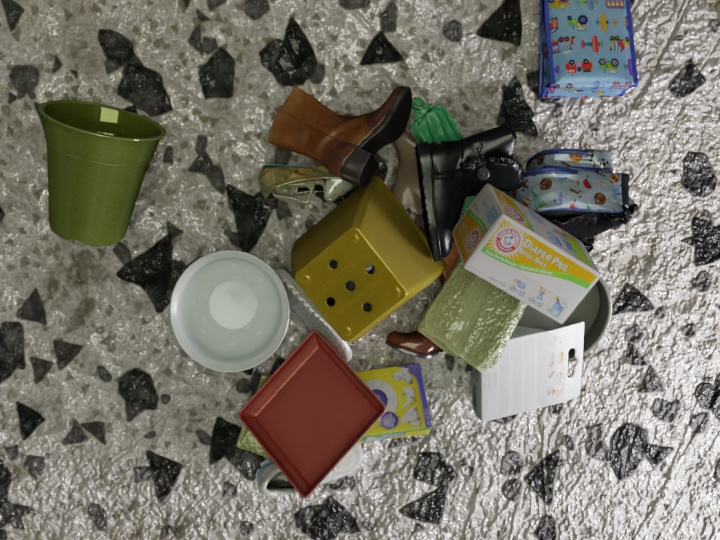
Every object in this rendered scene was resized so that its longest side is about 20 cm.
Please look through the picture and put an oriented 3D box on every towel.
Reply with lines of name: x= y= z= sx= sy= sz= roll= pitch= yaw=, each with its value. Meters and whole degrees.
towel: x=0.199 y=0.053 z=1.477 sx=0.147 sy=0.037 sz=0.202 roll=29 pitch=81 yaw=18
towel: x=-0.108 y=0.278 z=1.564 sx=0.196 sy=0.036 sz=0.151 roll=24 pitch=94 yaw=-6

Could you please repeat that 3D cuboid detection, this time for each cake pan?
cake pan: x=0.337 y=0.067 z=1.547 sx=0.195 sy=0.037 sz=0.205 roll=0 pitch=112 yaw=1

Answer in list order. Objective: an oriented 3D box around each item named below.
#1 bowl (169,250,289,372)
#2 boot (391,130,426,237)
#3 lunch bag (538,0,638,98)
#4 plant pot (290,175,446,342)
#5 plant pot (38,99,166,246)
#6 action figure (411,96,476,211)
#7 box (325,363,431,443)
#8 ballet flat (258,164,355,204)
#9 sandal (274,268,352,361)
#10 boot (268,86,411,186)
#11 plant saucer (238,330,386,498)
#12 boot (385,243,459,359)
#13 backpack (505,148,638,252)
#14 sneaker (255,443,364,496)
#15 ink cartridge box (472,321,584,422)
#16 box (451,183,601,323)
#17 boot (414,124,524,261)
bowl: x=-0.217 y=0.062 z=1.499 sx=0.196 sy=0.090 sz=0.207 roll=-1 pitch=98 yaw=-4
boot: x=0.080 y=-0.136 z=1.508 sx=0.199 sy=0.070 sz=0.147 roll=39 pitch=95 yaw=-8
lunch bag: x=0.379 y=-0.401 z=1.494 sx=0.147 sy=0.094 sz=0.206 roll=-1 pitch=89 yaw=-2
plant pot: x=0.000 y=0.000 z=1.436 sx=0.199 sy=0.177 sz=0.201 roll=-37 pitch=97 yaw=18
plant pot: x=-0.425 y=-0.150 z=1.423 sx=0.195 sy=0.201 sz=0.194 roll=13 pitch=110 yaw=-6
action figure: x=0.134 y=-0.194 z=1.443 sx=0.117 sy=0.055 sz=0.202 roll=-34 pitch=114 yaw=-9
box: x=0.016 y=0.232 z=1.528 sx=0.195 sy=0.049 sz=0.120 roll=-8 pitch=66 yaw=-8
ballet flat: x=-0.074 y=-0.144 z=1.492 sx=0.195 sy=0.071 sz=0.073 roll=-2 pitch=98 yaw=0
sandal: x=-0.073 y=0.070 z=1.525 sx=0.050 sy=0.082 sz=0.204 roll=-44 pitch=100 yaw=-26
boot: x=-0.031 y=-0.252 z=1.463 sx=0.198 sy=0.068 sz=0.191 roll=29 pitch=86 yaw=25
plant saucer: x=-0.078 y=0.239 z=1.484 sx=0.200 sy=0.037 sz=0.199 roll=-47 pitch=61 yaw=1
boot: x=0.139 y=0.048 z=1.537 sx=0.183 sy=0.068 sz=0.205 roll=4 pitch=96 yaw=-5
backpack: x=0.333 y=-0.119 z=1.471 sx=0.186 sy=0.200 sz=0.158 roll=-4 pitch=74 yaw=-11
sneaker: x=-0.083 y=0.343 z=1.511 sx=0.196 sy=0.087 sz=0.077 roll=-21 pitch=95 yaw=-4
ink cartridge box: x=0.292 y=0.168 z=1.555 sx=0.195 sy=0.047 sz=0.163 roll=-12 pitch=119 yaw=-13
box: x=0.251 y=-0.026 z=1.359 sx=0.197 sy=0.113 sz=0.102 roll=28 pitch=113 yaw=-19
boot: x=0.178 y=-0.120 z=1.408 sx=0.164 sy=0.077 sz=0.205 roll=-9 pitch=111 yaw=-1
